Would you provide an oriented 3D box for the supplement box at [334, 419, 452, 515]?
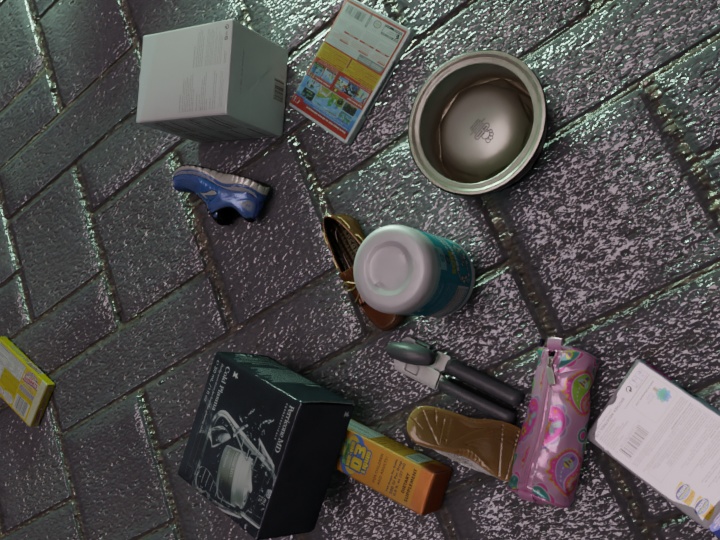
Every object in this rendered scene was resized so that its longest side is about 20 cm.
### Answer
[{"bbox_3d":[0.027,0.278,1.032,0.199,0.069,0.067,19,92,33],"label":"supplement box"}]

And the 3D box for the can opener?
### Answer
[{"bbox_3d":[0.123,0.151,0.986,0.199,0.067,0.054,24,98,30],"label":"can opener"}]

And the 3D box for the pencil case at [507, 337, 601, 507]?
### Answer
[{"bbox_3d":[0.241,0.188,0.886,0.087,0.087,0.201,9,79,31],"label":"pencil case"}]

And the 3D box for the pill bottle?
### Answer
[{"bbox_3d":[0.083,0.006,0.948,0.110,0.200,0.111,-3,84,29],"label":"pill bottle"}]

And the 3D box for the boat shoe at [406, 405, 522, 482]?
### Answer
[{"bbox_3d":[0.161,0.234,0.960,0.199,0.069,0.071,19,75,12],"label":"boat shoe"}]

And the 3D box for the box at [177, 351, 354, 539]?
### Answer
[{"bbox_3d":[-0.140,0.247,1.039,0.196,0.124,0.201,20,94,39],"label":"box"}]

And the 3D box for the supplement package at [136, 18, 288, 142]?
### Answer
[{"bbox_3d":[-0.249,-0.311,1.204,0.199,0.150,0.153,2,87,30],"label":"supplement package"}]

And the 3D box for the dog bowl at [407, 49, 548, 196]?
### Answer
[{"bbox_3d":[0.170,-0.197,0.991,0.199,0.074,0.201,-4,83,30],"label":"dog bowl"}]

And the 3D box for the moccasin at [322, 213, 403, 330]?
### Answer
[{"bbox_3d":[0.001,-0.001,1.067,0.074,0.078,0.202,-32,70,24],"label":"moccasin"}]

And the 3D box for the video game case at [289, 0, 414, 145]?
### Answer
[{"bbox_3d":[-0.018,-0.322,1.146,0.143,0.017,0.200,38,104,28],"label":"video game case"}]

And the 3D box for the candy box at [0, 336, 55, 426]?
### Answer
[{"bbox_3d":[-0.725,0.232,1.505,0.200,0.026,0.103,31,98,29],"label":"candy box"}]

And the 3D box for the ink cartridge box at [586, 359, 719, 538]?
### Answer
[{"bbox_3d":[0.384,0.211,0.842,0.200,0.042,0.120,38,105,31],"label":"ink cartridge box"}]

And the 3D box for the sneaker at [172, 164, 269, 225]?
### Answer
[{"bbox_3d":[-0.253,-0.128,1.231,0.199,0.078,0.090,16,91,31],"label":"sneaker"}]
